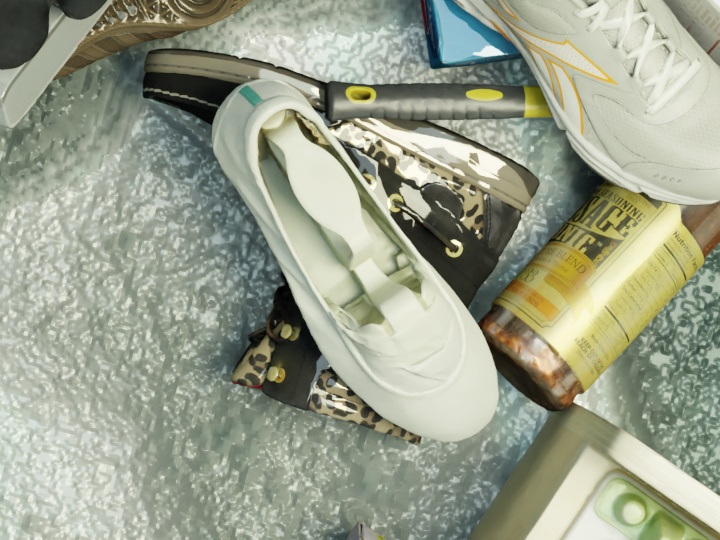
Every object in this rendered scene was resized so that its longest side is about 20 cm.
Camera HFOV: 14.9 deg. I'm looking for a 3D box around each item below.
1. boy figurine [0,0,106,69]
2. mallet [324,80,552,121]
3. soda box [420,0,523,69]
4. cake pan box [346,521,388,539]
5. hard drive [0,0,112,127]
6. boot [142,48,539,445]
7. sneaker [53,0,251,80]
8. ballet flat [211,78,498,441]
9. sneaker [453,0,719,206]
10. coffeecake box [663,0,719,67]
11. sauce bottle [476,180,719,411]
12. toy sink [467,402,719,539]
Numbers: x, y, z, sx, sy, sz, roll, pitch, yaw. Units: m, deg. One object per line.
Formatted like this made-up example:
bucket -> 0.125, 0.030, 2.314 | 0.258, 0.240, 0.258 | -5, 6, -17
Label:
boy figurine -> -0.191, -0.174, 1.224 | 0.124, 0.065, 0.200 | -36, 58, -16
mallet -> 0.085, -0.070, 1.286 | 0.199, 0.041, 0.066 | -7, 67, -10
soda box -> 0.129, -0.144, 1.331 | 0.199, 0.064, 0.068 | -8, 92, -3
cake pan box -> 0.018, 0.254, 1.337 | 0.184, 0.052, 0.200 | 36, 95, -2
hard drive -> -0.211, -0.144, 1.260 | 0.199, 0.026, 0.132 | 19, 55, 21
boot -> -0.029, -0.014, 1.324 | 0.199, 0.073, 0.151 | 20, 90, -9
sneaker -> -0.132, -0.133, 1.318 | 0.199, 0.075, 0.071 | -25, 101, -25
ballet flat -> 0.000, 0.000, 1.260 | 0.069, 0.069, 0.200 | -35, 100, -2
sneaker -> 0.106, -0.111, 1.234 | 0.200, 0.092, 0.076 | 43, 76, 8
coffeecake box -> 0.216, -0.155, 1.262 | 0.153, 0.073, 0.200 | -43, 87, -9
sauce bottle -> 0.140, -0.022, 1.334 | 0.066, 0.066, 0.200 | 43, 79, -4
toy sink -> 0.128, 0.147, 1.272 | 0.130, 0.200, 0.112 | 34, 89, -5
